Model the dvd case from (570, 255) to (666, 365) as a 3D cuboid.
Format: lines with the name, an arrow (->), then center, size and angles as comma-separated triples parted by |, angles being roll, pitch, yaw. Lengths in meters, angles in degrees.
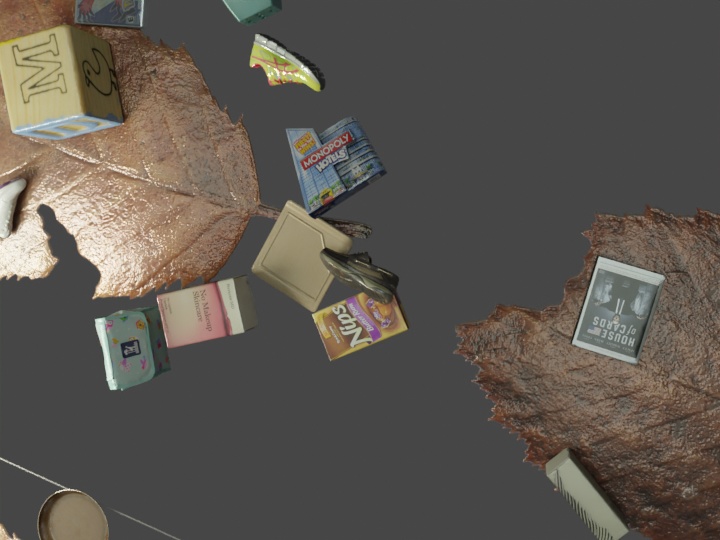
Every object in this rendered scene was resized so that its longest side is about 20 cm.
dvd case -> 0.555, 0.086, 1.656 | 0.148, 0.025, 0.204 | 16, 96, 10

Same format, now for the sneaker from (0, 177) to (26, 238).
sneaker -> -0.883, -0.144, 1.897 | 0.200, 0.075, 0.100 | -43, 105, 11

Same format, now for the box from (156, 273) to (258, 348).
box -> -0.354, 0.094, 1.784 | 0.196, 0.109, 0.131 | -13, 92, 12

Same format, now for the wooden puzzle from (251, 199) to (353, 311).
wooden puzzle -> -0.134, -0.034, 1.774 | 0.183, 0.037, 0.202 | 31, 104, 7

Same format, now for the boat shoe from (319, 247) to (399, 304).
boat shoe -> 0.000, 0.000, 1.701 | 0.198, 0.075, 0.074 | 31, 70, 16

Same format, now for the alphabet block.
alphabet block -> -0.690, -0.427, 1.768 | 0.192, 0.195, 0.204 | -10, 94, 9

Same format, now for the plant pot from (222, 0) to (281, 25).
plant pot -> -0.259, -0.661, 1.698 | 0.139, 0.141, 0.203 | -21, 97, 11

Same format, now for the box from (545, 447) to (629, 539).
box -> 0.493, 0.493, 1.670 | 0.068, 0.082, 0.201 | -40, 85, 12

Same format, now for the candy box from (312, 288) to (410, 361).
candy box -> 0.002, 0.114, 1.746 | 0.197, 0.056, 0.119 | -23, 90, 13

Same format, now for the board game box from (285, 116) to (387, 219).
board game box -> -0.073, -0.256, 1.715 | 0.198, 0.062, 0.202 | -31, 78, 7

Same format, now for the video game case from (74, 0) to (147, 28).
video game case -> -0.588, -0.683, 1.814 | 0.178, 0.023, 0.204 | 7, 96, 10

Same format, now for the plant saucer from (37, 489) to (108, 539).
plant saucer -> -0.719, 0.648, 1.934 | 0.196, 0.032, 0.205 | 1, 94, 10

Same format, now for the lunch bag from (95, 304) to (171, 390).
lunch bag -> -0.534, 0.177, 1.778 | 0.119, 0.200, 0.174 | -9, 92, 11

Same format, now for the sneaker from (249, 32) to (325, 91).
sneaker -> -0.167, -0.451, 1.733 | 0.198, 0.078, 0.091 | 35, 108, 12
